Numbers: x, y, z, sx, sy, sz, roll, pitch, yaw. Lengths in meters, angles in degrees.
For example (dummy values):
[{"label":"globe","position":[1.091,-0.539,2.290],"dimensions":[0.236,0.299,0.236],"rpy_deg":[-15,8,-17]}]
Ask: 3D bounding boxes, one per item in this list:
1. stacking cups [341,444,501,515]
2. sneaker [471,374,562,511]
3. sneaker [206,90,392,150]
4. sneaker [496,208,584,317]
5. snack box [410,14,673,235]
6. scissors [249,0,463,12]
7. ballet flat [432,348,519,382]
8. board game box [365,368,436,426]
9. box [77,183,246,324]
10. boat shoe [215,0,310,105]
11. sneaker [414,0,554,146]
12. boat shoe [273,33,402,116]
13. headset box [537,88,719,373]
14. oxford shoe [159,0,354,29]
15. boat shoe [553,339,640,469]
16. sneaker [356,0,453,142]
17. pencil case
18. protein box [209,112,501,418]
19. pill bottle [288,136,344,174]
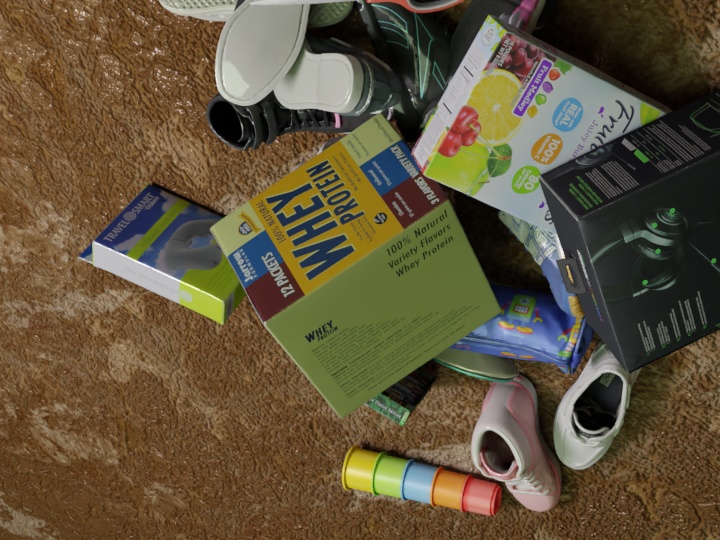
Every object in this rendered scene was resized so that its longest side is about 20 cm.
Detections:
[{"label":"stacking cups","position":[0.076,0.270,1.427],"dimensions":[0.199,0.061,0.061],"rpy_deg":[10,128,24]},{"label":"sneaker","position":[0.176,0.226,1.306],"dimensions":[0.075,0.105,0.201],"rpy_deg":[0,125,28]},{"label":"sneaker","position":[-0.068,-0.157,1.155],"dimensions":[0.199,0.099,0.071],"rpy_deg":[9,126,23]},{"label":"sneaker","position":[0.184,-0.049,1.120],"dimensions":[0.088,0.075,0.201],"rpy_deg":[1,116,39]},{"label":"snack box","position":[0.166,-0.115,0.994],"dimensions":[0.199,0.053,0.143],"rpy_deg":[22,112,-23]},{"label":"scissors","position":[0.003,-0.244,1.013],"dimensions":[0.199,0.014,0.073],"rpy_deg":[-16,131,17]},{"label":"ballet flat","position":[0.086,0.069,1.270],"dimensions":[0.199,0.070,0.070],"rpy_deg":[15,130,21]},{"label":"board game box","position":[0.023,0.119,1.261],"dimensions":[0.104,0.200,0.024],"rpy_deg":[28,99,8]},{"label":"box","position":[-0.216,-0.025,1.327],"dimensions":[0.199,0.122,0.048],"rpy_deg":[24,137,13]},{"label":"boat shoe","position":[-0.083,-0.252,1.058],"dimensions":[0.074,0.060,0.201],"rpy_deg":[16,101,-13]},{"label":"sneaker","position":[0.125,-0.174,1.044],"dimensions":[0.080,0.086,0.200],"rpy_deg":[51,121,41]},{"label":"boat shoe","position":[-0.028,-0.183,1.071],"dimensions":[0.200,0.062,0.073],"rpy_deg":[33,117,58]},{"label":"headset box","position":[0.268,-0.031,0.980],"dimensions":[0.199,0.093,0.175],"rpy_deg":[-26,121,0]},{"label":"oxford shoe","position":[-0.101,-0.276,1.117],"dimensions":[0.199,0.058,0.076],"rpy_deg":[5,95,11]},{"label":"boat shoe","position":[0.254,0.158,1.233],"dimensions":[0.072,0.066,0.200],"rpy_deg":[27,133,9]},{"label":"sneaker","position":[0.044,-0.226,1.071],"dimensions":[0.079,0.075,0.201],"rpy_deg":[-18,109,6]},{"label":"pencil case","position":[0.144,0.055,1.190],"dimensions":[0.199,0.087,0.078],"rpy_deg":[11,137,14]},{"label":"protein box","position":[0.000,0.000,1.089],"dimensions":[0.135,0.198,0.200],"rpy_deg":[56,179,38]},{"label":"pill bottle","position":[-0.048,-0.048,1.218],"dimensions":[0.111,0.112,0.200],"rpy_deg":[38,134,-1]}]
